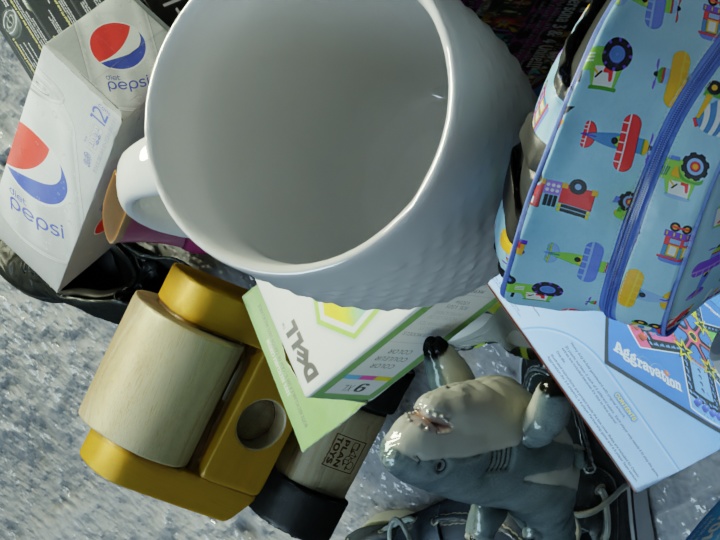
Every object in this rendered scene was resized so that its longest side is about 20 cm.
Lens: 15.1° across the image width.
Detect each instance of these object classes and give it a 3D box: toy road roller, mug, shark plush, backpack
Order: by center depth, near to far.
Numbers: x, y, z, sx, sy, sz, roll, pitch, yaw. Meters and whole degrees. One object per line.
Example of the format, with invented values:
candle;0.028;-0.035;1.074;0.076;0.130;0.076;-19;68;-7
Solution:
backpack;0.145;-0.058;1.132;0.134;0.200;0.183;29;127;14
mug;-0.014;-0.050;1.214;0.199;0.175;0.149;-12;75;22
shark plush;0.068;0.112;1.412;0.090;0.084;0.200;22;160;27
toy road roller;-0.082;0.067;1.599;0.199;0.123;0.146;22;-171;-36

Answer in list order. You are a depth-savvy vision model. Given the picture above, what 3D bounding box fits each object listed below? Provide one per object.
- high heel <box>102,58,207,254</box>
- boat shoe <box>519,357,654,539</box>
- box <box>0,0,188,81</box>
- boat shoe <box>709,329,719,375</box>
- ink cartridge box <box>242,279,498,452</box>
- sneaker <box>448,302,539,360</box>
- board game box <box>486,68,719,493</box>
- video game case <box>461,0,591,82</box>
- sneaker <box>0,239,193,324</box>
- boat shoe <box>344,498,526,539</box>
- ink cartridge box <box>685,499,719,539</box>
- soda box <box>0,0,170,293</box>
high heel;-0.069;-0.074;1.456;0.200;0.096;0.068;130;132;-56
boat shoe;0.114;0.120;1.512;0.073;0.068;0.200;24;141;34
box;-0.133;-0.122;1.581;0.160;0.044;0.201;-10;116;55
boat shoe;0.252;0.016;1.199;0.202;0.075;0.086;-33;105;30
ink cartridge box;0.000;0.000;1.419;0.200;0.059;0.104;-39;62;31
sneaker;0.063;-0.001;1.457;0.199;0.075;0.077;0;113;41
board game box;0.119;0.004;1.307;0.103;0.019;0.200;-31;100;30
video game case;0.020;-0.130;1.262;0.180;0.036;0.200;6;159;-10
sneaker;-0.171;-0.004;1.705;0.199;0.060;0.104;21;172;28
boat shoe;0.043;0.176;1.665;0.200;0.062;0.075;-13;112;54
ink cartridge box;0.272;0.158;1.346;0.147;0.086;0.200;52;150;-6
soda box;-0.156;-0.072;1.556;0.063;0.068;0.200;43;148;9
